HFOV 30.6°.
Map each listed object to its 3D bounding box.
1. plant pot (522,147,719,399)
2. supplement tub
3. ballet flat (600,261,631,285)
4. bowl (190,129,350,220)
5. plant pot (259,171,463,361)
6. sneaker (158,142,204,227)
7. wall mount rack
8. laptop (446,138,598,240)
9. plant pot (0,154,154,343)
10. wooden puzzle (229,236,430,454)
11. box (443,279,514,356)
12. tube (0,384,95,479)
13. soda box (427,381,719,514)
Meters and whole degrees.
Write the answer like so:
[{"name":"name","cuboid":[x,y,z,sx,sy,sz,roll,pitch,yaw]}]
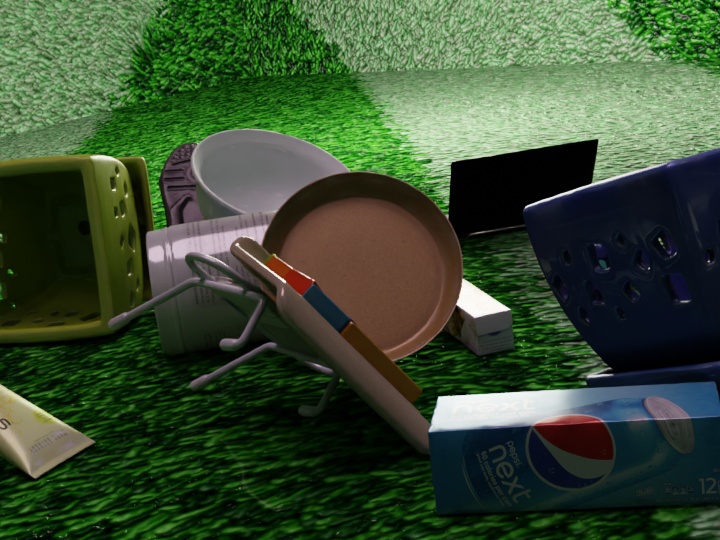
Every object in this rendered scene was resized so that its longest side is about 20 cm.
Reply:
[{"name":"plant pot","cuboid":[0.271,0.002,1.021,0.198,0.182,0.200,-14,-2,-27]},{"name":"supplement tub","cuboid":[-0.113,0.008,1.354,0.197,0.134,0.132,-8,14,-6]},{"name":"ballet flat","cuboid":[0.245,0.003,1.350,0.070,0.068,0.200,-27,3,31]},{"name":"bowl","cuboid":[-0.104,-0.071,1.506,0.199,0.091,0.202,13,34,-9]},{"name":"plant pot","cuboid":[0.000,0.000,1.277,0.198,0.202,0.028,-9,-21,-7]},{"name":"sneaker","cuboid":[-0.203,-0.051,1.576,0.075,0.201,0.115,-1,-31,-13]},{"name":"wall mount rack","cuboid":[-0.115,0.061,1.147,0.173,0.200,0.075,10,64,44]},{"name":"laptop","cuboid":[0.189,-0.112,1.685,0.185,0.117,0.200,-9,14,-7]},{"name":"plant pot","cuboid":[-0.343,-0.035,1.522,0.197,0.203,0.181,-4,9,18]},{"name":"wooden puzzle","cuboid":[-0.019,0.052,1.072,0.037,0.185,0.200,-44,21,0]},{"name":"box","cuboid":[0.099,0.037,1.314,0.041,0.039,0.200,-10,15,-12]},{"name":"tube","cuboid":[-0.327,0.117,1.138,0.199,0.052,0.058,27,69,21]},{"name":"soda box","cuboid":[0.150,0.122,0.912,0.198,0.065,0.068,-5,14,12]}]
